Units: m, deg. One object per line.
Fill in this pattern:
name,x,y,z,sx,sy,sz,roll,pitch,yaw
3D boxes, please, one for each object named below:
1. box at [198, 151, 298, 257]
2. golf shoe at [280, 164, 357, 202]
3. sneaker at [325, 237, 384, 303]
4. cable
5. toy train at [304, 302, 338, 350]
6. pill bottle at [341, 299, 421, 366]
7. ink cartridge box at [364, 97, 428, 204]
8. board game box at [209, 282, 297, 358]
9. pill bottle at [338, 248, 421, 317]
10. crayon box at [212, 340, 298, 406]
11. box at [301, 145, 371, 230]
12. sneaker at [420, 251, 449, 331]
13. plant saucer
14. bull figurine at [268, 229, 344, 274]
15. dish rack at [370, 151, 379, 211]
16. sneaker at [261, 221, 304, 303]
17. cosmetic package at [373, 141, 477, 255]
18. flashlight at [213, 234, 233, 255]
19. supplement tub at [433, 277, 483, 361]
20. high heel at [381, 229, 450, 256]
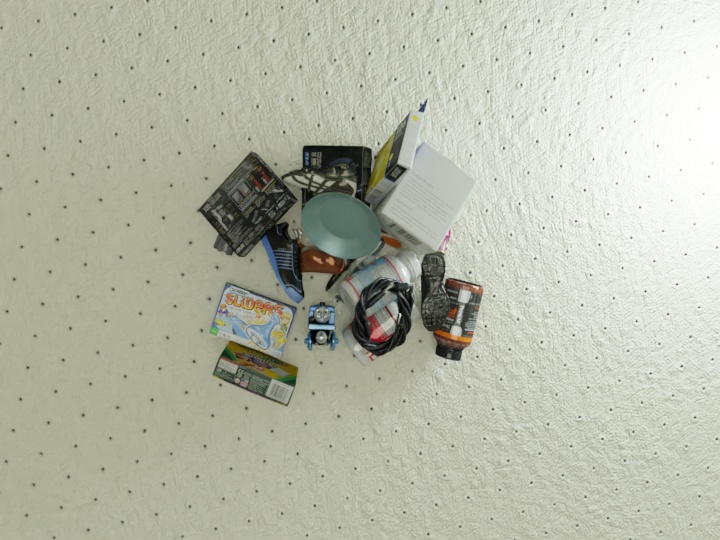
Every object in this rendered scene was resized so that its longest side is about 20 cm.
box,-0.275,-0.160,1.532,0.200,0.050,0.158,-45,82,8
golf shoe,-0.101,-0.200,1.499,0.195,0.078,0.097,3,107,24
sneaker,0.000,0.000,1.634,0.086,0.078,0.200,41,96,-20
cable,0.053,0.117,1.507,0.160,0.051,0.205,1,112,-34
toy train,-0.098,0.141,1.570,0.084,0.200,0.118,0,84,-3
pill bottle,0.058,0.144,1.620,0.198,0.112,0.113,-36,96,-1
ink cartridge box,0.083,-0.284,1.484,0.046,0.198,0.204,19,65,-14
board game box,-0.278,0.129,1.634,0.196,0.034,0.138,19,93,-5
pill bottle,0.052,0.030,1.566,0.198,0.108,0.110,-31,97,-17
crayon box,-0.258,0.253,1.576,0.196,0.173,0.059,24,96,-6
box,-0.059,-0.206,1.570,0.160,0.086,0.206,4,97,15
sneaker,0.187,0.053,1.608,0.074,0.091,0.206,3,88,-3
plant saucer,-0.043,-0.114,1.491,0.196,0.039,0.204,10,136,9
bull figurine,-0.136,-0.042,1.610,0.194,0.065,0.125,4,92,4
dish rack,0.083,-0.221,1.627,0.194,0.044,0.177,-5,94,-3
sneaker,-0.174,-0.023,1.547,0.077,0.070,0.203,-29,80,13
cosmetic package,0.148,-0.169,1.522,0.163,0.165,0.202,34,83,-7
flashlight,-0.308,-0.139,1.593,0.067,0.068,0.204,23,91,5
supplement tub,0.250,0.128,1.636,0.104,0.107,0.205,12,93,-5
high heel,0.138,-0.105,1.641,0.195,0.068,0.098,11,66,7
